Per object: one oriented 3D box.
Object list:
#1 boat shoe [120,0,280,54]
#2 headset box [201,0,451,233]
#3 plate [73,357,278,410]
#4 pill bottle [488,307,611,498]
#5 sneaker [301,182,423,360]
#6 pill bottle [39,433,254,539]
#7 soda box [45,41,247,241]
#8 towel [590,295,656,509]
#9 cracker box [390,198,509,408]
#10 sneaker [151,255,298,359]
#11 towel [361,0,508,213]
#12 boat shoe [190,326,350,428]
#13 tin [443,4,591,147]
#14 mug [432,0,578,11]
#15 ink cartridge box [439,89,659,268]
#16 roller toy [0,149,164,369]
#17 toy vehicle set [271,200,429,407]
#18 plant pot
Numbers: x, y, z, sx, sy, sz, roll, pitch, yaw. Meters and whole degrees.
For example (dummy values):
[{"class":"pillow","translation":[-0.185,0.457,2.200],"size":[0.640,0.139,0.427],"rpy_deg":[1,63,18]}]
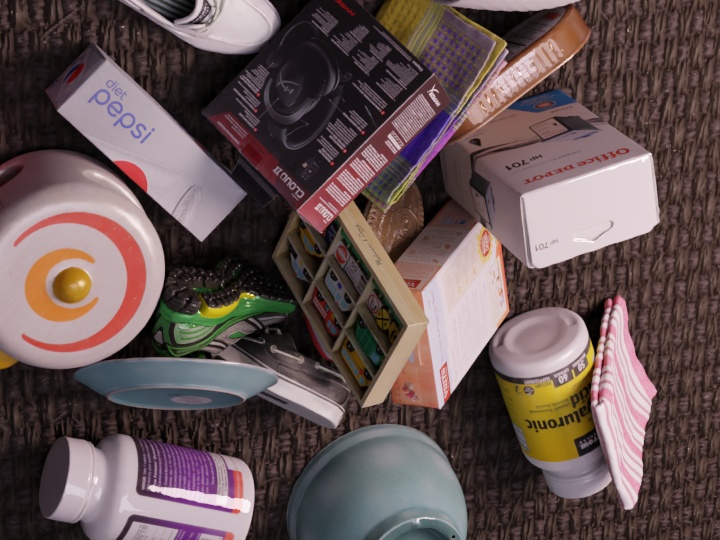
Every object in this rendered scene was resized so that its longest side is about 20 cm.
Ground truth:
[{"class":"boat shoe","translation":[-0.158,-0.242,1.534],"size":[0.199,0.067,0.074],"rpy_deg":[15,106,-27]},{"class":"headset box","translation":[-0.039,-0.147,1.571],"size":[0.200,0.149,0.077],"rpy_deg":[-46,157,2]},{"class":"plate","translation":[-0.179,0.114,1.620],"size":[0.199,0.200,0.026],"rpy_deg":[6,74,-25]},{"class":"pill bottle","translation":[0.219,0.150,1.840],"size":[0.111,0.111,0.201],"rpy_deg":[-27,121,-9]},{"class":"sneaker","translation":[0.000,0.000,1.717],"size":[0.071,0.112,0.201],"rpy_deg":[21,73,-28]},{"class":"pill bottle","translation":[-0.218,0.228,1.692],"size":[0.199,0.111,0.112],"rpy_deg":[16,106,-28]},{"class":"soda box","translation":[-0.201,-0.120,1.573],"size":[0.068,0.063,0.200],"rpy_deg":[-45,121,2]},{"class":"towel","translation":[0.289,0.142,1.829],"size":[0.030,0.200,0.147],"rpy_deg":[-9,123,21]},{"class":"cracker box","translation":[0.086,0.030,1.694],"size":[0.200,0.057,0.135],"rpy_deg":[-49,137,-52]},{"class":"sneaker","translation":[-0.138,0.040,1.634],"size":[0.200,0.078,0.085],"rpy_deg":[-7,131,-56]},{"class":"towel","translation":[0.037,-0.174,1.612],"size":[0.200,0.144,0.023],"rpy_deg":[-52,156,9]},{"class":"boat shoe","translation":[-0.097,0.093,1.715],"size":[0.199,0.071,0.064],"rpy_deg":[31,72,-25]},{"class":"tin","translation":[0.138,-0.195,1.651],"size":[0.200,0.112,0.042],"rpy_deg":[-38,111,-4]},{"class":"mug","translation":[0.169,-0.308,1.565],"size":[0.174,0.200,0.148],"rpy_deg":[0,114,-32]},{"class":"ink cartridge box","translation":[0.184,-0.095,1.664],"size":[0.146,0.200,0.086],"rpy_deg":[-18,118,-15]},{"class":"roller toy","translation":[-0.281,-0.008,1.544],"size":[0.199,0.140,0.183],"rpy_deg":[-8,115,-18]},{"class":"toy vehicle set","translation":[-0.013,0.016,1.613],"size":[0.026,0.200,0.125],"rpy_deg":[-9,143,-34]},{"class":"plant pot","translation":[0.035,0.287,1.811],"size":[0.199,0.134,0.201],"rpy_deg":[-9,116,-19]}]
